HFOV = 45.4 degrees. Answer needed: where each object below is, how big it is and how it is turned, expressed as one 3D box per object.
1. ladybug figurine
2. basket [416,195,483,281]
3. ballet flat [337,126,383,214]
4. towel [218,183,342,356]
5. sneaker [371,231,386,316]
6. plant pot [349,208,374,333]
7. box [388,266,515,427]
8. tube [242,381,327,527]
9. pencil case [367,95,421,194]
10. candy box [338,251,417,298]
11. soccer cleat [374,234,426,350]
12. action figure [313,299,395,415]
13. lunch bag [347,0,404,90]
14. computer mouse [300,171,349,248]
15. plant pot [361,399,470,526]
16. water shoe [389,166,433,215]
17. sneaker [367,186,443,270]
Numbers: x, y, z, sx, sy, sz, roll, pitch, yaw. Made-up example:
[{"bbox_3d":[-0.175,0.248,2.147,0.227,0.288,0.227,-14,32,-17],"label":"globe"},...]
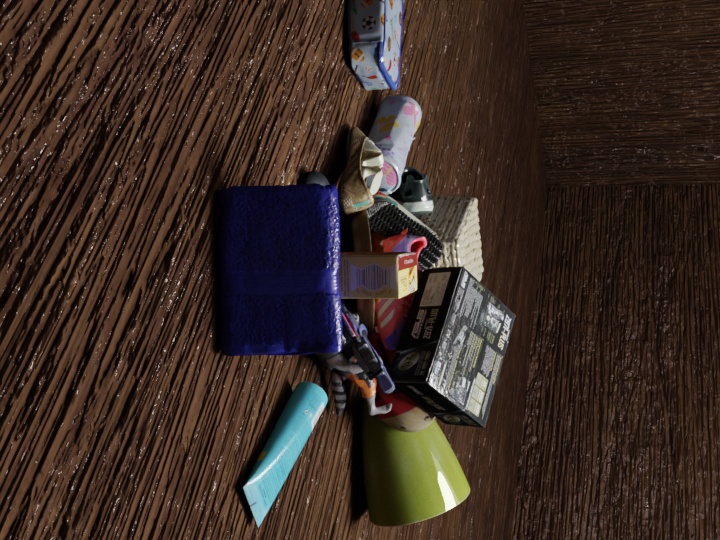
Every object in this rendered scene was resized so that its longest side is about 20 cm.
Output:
[{"bbox_3d":[0.057,0.171,1.413,0.202,0.135,0.072,64,9,5],"label":"ladybug figurine"},{"bbox_3d":[0.141,-0.024,1.683,0.201,0.159,0.200,-59,146,-53],"label":"basket"},{"bbox_3d":[0.005,-0.162,1.380,0.071,0.064,0.202,75,16,-44],"label":"ballet flat"},{"bbox_3d":[-0.095,0.000,1.022,0.050,0.146,0.203,-67,156,-87],"label":"towel"},{"bbox_3d":[0.053,-0.006,1.521,0.077,0.072,0.203,142,-44,-64],"label":"sneaker"},{"bbox_3d":[0.000,0.000,1.369,0.200,0.027,0.203,177,-90,-86],"label":"plant pot"},{"bbox_3d":[0.148,0.121,1.365,0.163,0.085,0.202,38,61,-37],"label":"box"},{"bbox_3d":[-0.102,0.237,1.151,0.201,0.050,0.078,-61,142,-46],"label":"tube"},{"bbox_3d":[0.052,-0.225,1.528,0.201,0.082,0.091,-70,157,-43],"label":"pencil case"},{"bbox_3d":[-0.035,0.005,1.091,0.115,0.197,0.056,-11,101,-75],"label":"candy box"},{"bbox_3d":[0.066,0.030,1.384,0.067,0.076,0.202,52,36,-52],"label":"soccer cleat"},{"bbox_3d":[-0.018,0.147,1.291,0.200,0.104,0.195,56,-6,50],"label":"action figure"},{"bbox_3d":[0.032,-0.420,1.484,0.160,0.075,0.203,32,61,-70],"label":"lunch bag"},{"bbox_3d":[-0.046,-0.089,1.322,0.200,0.034,0.059,54,39,-61],"label":"computer mouse"},{"bbox_3d":[0.076,0.312,1.508,0.187,0.185,0.203,-20,93,-70],"label":"plant pot"},{"bbox_3d":[0.094,-0.151,1.572,0.200,0.070,0.080,-135,-138,-74],"label":"water shoe"},{"bbox_3d":[0.067,-0.081,1.488,0.199,0.070,0.094,36,16,-38],"label":"sneaker"}]
